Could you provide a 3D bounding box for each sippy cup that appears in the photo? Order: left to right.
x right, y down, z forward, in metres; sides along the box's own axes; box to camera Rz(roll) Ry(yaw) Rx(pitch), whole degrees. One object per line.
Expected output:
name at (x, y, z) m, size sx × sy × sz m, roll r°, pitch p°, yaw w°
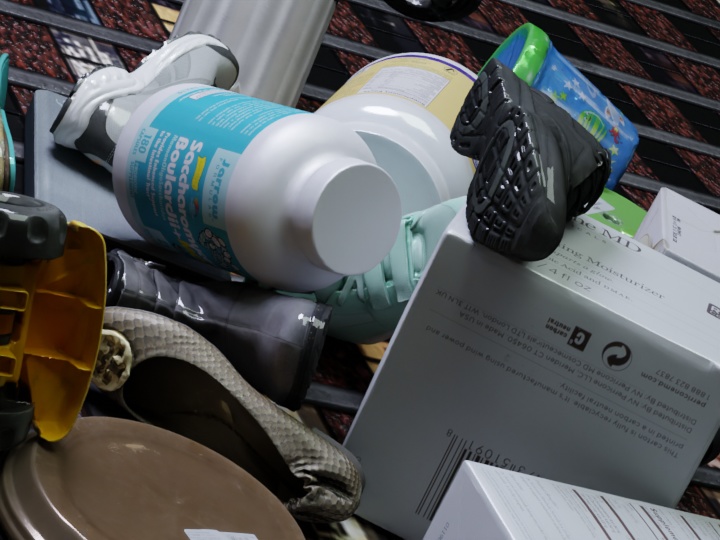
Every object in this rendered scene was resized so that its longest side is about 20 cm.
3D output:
sippy cup at (0.151, -0.111, 2.251) m, size 0.130 × 0.140 × 0.178 m, roll 34°, pitch 47°, yaw -9°

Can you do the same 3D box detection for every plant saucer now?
plant saucer at (-0.109, 0.142, 1.531) m, size 0.199 × 0.030 × 0.200 m, roll 24°, pitch 22°, yaw -10°

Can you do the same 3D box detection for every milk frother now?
milk frother at (-0.030, -0.186, 2.094) m, size 0.199 × 0.189 × 0.181 m, roll 21°, pitch -8°, yaw 12°

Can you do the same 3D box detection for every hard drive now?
hard drive at (-0.162, -0.049, 1.877) m, size 0.139 × 0.033 × 0.200 m, roll 20°, pitch 23°, yaw -16°

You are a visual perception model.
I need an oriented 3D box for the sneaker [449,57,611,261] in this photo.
sneaker at (0.111, -0.061, 1.638) m, size 0.090 × 0.076 × 0.200 m, roll 25°, pitch 25°, yaw -14°

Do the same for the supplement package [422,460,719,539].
supplement package at (0.137, 0.199, 1.565) m, size 0.199 × 0.114 × 0.110 m, roll 14°, pitch 24°, yaw -27°

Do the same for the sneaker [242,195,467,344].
sneaker at (0.000, 0.000, 1.788) m, size 0.118 × 0.200 × 0.074 m, roll 8°, pitch 67°, yaw -31°

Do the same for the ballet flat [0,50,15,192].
ballet flat at (-0.266, -0.102, 1.843) m, size 0.070 × 0.071 × 0.200 m, roll 19°, pitch 24°, yaw -18°

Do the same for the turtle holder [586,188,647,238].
turtle holder at (0.177, 0.009, 2.000) m, size 0.185 × 0.132 × 0.141 m, roll 25°, pitch 21°, yaw -6°

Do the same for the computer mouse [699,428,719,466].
computer mouse at (0.172, 0.059, 1.906) m, size 0.200 × 0.139 × 0.053 m, roll 35°, pitch 48°, yaw -2°

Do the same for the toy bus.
toy bus at (-0.262, 0.005, 1.538) m, size 0.199 × 0.136 × 0.192 m, roll 7°, pitch 13°, yaw -23°

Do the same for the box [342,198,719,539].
box at (0.111, 0.079, 1.682) m, size 0.198 × 0.201 × 0.131 m, roll 26°, pitch 22°, yaw 3°

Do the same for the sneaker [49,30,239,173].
sneaker at (-0.137, -0.108, 1.911) m, size 0.079 × 0.074 × 0.200 m, roll 41°, pitch 31°, yaw 9°

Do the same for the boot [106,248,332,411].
boot at (-0.096, 0.032, 1.691) m, size 0.131 × 0.070 × 0.200 m, roll 20°, pitch -6°, yaw -13°

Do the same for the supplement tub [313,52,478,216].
supplement tub at (0.023, -0.067, 1.974) m, size 0.145 × 0.146 × 0.200 m, roll 29°, pitch 23°, yaw 4°

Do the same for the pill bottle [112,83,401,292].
pill bottle at (-0.061, -0.050, 1.724) m, size 0.110 × 0.111 × 0.200 m, roll 8°, pitch 6°, yaw -39°

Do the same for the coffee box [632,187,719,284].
coffee box at (0.184, 0.063, 1.798) m, size 0.079 × 0.201 × 0.114 m, roll 26°, pitch 23°, yaw -4°

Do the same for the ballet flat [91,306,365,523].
ballet flat at (-0.087, 0.089, 1.630) m, size 0.200 × 0.068 × 0.046 m, roll 34°, pitch 32°, yaw 4°
